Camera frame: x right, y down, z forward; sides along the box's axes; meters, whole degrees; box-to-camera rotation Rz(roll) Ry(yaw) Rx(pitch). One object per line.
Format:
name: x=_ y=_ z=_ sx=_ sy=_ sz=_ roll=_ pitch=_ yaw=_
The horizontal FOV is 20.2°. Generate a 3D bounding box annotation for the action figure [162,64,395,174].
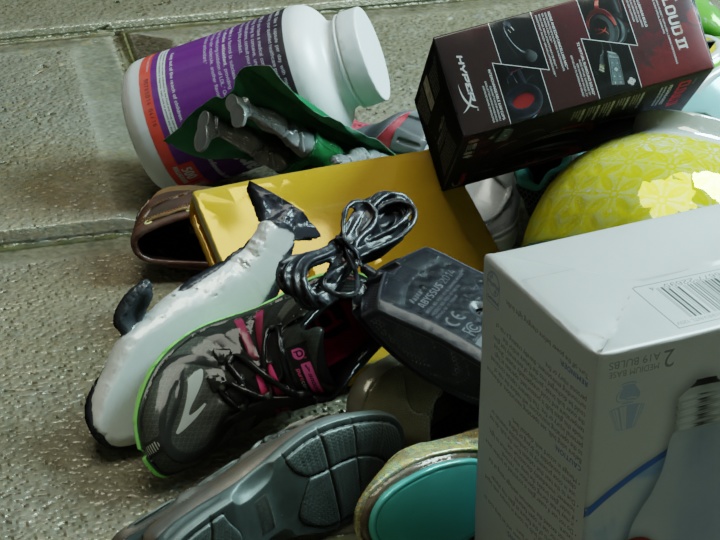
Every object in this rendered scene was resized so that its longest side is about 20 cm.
action figure: x=-0.037 y=-0.087 z=1.543 sx=0.118 sy=0.055 sz=0.199 roll=-26 pitch=-32 yaw=37

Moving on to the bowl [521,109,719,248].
bowl: x=0.215 y=-0.046 z=1.373 sx=0.198 sy=0.109 sz=0.200 roll=12 pitch=-8 yaw=2

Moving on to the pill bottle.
pill bottle: x=-0.082 y=-0.140 z=1.604 sx=0.199 sy=0.113 sz=0.113 roll=-17 pitch=24 yaw=14

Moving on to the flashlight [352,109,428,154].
flashlight: x=-0.010 y=-0.118 z=1.666 sx=0.199 sy=0.068 sz=0.068 roll=22 pitch=34 yaw=36

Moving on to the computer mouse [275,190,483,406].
computer mouse: x=0.056 y=0.032 z=1.247 sx=0.199 sy=0.053 sz=0.138 roll=29 pitch=38 yaw=20

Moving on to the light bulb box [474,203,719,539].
light bulb box: x=0.177 y=0.085 z=1.124 sx=0.197 sy=0.201 sz=0.125 roll=-12 pitch=31 yaw=-21

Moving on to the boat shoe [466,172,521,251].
boat shoe: x=0.100 y=-0.073 z=1.575 sx=0.071 sy=0.069 sz=0.200 roll=9 pitch=29 yaw=18

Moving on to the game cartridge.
game cartridge: x=0.000 y=0.000 z=1.411 sx=0.198 sy=0.033 sz=0.177 roll=-10 pitch=54 yaw=-21

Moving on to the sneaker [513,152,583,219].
sneaker: x=0.148 y=-0.111 z=1.536 sx=0.077 sy=0.091 sz=0.201 roll=-18 pitch=51 yaw=21

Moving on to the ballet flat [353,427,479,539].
ballet flat: x=0.065 y=0.121 z=1.206 sx=0.199 sy=0.071 sz=0.071 roll=-13 pitch=29 yaw=-33

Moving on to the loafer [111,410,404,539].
loafer: x=-0.061 y=0.129 z=1.193 sx=0.199 sy=0.072 sz=0.063 roll=-27 pitch=31 yaw=-38

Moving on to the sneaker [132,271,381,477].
sneaker: x=-0.058 y=0.058 z=1.272 sx=0.199 sy=0.077 sz=0.084 roll=-35 pitch=16 yaw=-22

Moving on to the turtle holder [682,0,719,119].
turtle holder: x=0.259 y=-0.120 z=1.528 sx=0.131 sy=0.187 sz=0.141 roll=-10 pitch=23 yaw=-31

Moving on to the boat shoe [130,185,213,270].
boat shoe: x=-0.071 y=-0.028 z=1.495 sx=0.198 sy=0.071 sz=0.070 roll=-5 pitch=19 yaw=10

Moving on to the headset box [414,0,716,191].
headset box: x=0.146 y=-0.131 z=1.398 sx=0.198 sy=0.076 sz=0.149 roll=-16 pitch=-10 yaw=-7

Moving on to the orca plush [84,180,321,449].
orca plush: x=-0.117 y=0.031 z=1.330 sx=0.105 sy=0.201 sz=0.071 roll=31 pitch=-12 yaw=-23

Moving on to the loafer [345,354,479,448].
loafer: x=0.079 y=0.066 z=1.311 sx=0.068 sy=0.076 sz=0.199 roll=25 pitch=47 yaw=39
